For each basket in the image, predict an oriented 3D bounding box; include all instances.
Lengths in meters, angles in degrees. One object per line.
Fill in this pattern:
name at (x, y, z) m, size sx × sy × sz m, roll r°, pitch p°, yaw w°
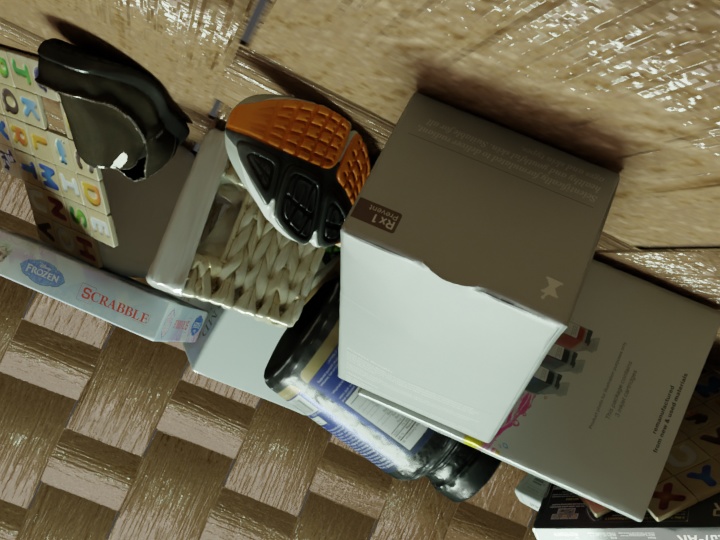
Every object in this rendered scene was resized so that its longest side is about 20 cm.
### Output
basket at (-0.096, -0.027, 0.796) m, size 0.123 × 0.137 × 0.200 m, roll 22°, pitch 177°, yaw -6°

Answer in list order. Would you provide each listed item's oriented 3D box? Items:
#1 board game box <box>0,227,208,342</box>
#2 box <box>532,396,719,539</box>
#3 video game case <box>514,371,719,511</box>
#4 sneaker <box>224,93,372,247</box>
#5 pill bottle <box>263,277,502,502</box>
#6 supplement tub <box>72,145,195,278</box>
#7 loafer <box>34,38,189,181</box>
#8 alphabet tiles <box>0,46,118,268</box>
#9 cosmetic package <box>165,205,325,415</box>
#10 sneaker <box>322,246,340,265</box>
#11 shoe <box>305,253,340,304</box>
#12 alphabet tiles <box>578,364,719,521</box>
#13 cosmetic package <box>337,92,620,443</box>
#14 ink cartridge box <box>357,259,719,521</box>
board game box at (-0.269, 0.017, 0.937) m, size 0.199 × 0.041 × 0.200 m, roll 23°, pitch 176°, yaw 3°
box at (0.253, 0.164, 0.725) m, size 0.199 × 0.160 × 0.044 m, roll -11°, pitch 113°, yaw 31°
video game case at (0.264, 0.163, 0.817) m, size 0.182 × 0.200 × 0.022 m, roll 17°, pitch 145°, yaw 53°
sneaker at (-0.035, -0.055, 0.574) m, size 0.092 × 0.076 × 0.200 m, roll 26°, pitch 176°, yaw 32°
pill bottle at (0.026, 0.106, 0.781) m, size 0.199 × 0.112 × 0.112 m, roll 37°, pitch 173°, yaw -10°
supplement tub at (-0.238, -0.067, 0.985) m, size 0.144 × 0.146 × 0.200 m, roll 25°, pitch 175°, yaw -15°
loafer at (-0.184, -0.109, 0.691) m, size 0.073 × 0.072 × 0.200 m, roll 23°, pitch 175°, yaw 13°
alphabet tiles at (-0.289, -0.102, 0.844) m, size 0.166 × 0.201 × 0.008 m, roll 21°, pitch -141°, yaw 34°
cosmetic package at (-0.116, 0.036, 1.123) m, size 0.166 × 0.168 × 0.200 m, roll 27°, pitch -169°, yaw -30°
sneaker at (0.024, 0.015, 0.945) m, size 0.076 × 0.084 × 0.200 m, roll 9°, pitch 167°, yaw 35°
shoe at (0.000, 0.000, 0.825) m, size 0.070 × 0.054 × 0.200 m, roll 27°, pitch 143°, yaw -26°
alphabet tiles at (0.238, 0.131, 0.753) m, size 0.200 × 0.165 × 0.006 m, roll -125°, pitch 11°, yaw -71°
cosmetic package at (0.049, 0.011, 0.476) m, size 0.106 × 0.091 × 0.200 m, roll 24°, pitch 154°, yaw 7°
ink cartridge box at (0.116, 0.060, 0.647) m, size 0.199 × 0.146 × 0.145 m, roll 24°, pitch 176°, yaw 7°
